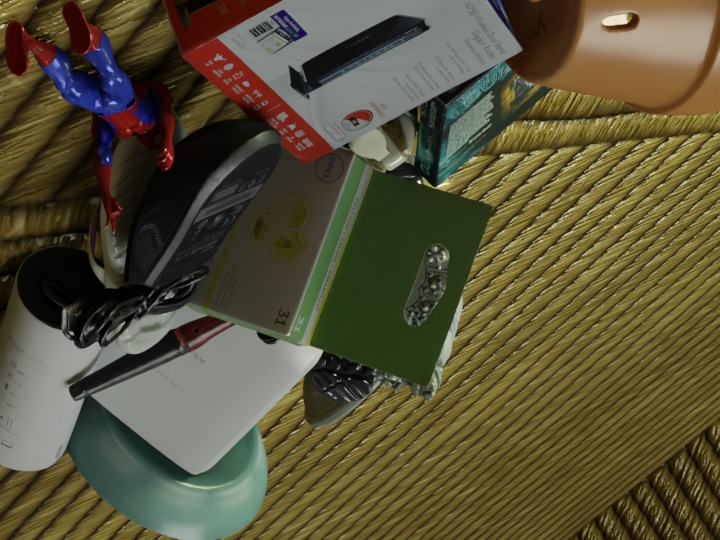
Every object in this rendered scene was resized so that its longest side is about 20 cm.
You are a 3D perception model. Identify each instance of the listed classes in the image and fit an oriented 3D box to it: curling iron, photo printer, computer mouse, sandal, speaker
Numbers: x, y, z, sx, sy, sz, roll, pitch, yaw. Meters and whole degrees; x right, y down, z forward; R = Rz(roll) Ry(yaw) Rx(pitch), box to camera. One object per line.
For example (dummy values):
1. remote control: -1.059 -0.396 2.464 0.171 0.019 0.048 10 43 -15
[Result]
1. curling iron: -0.126 0.055 1.559 0.199 0.050 0.026 -19 138 -1
2. photo printer: -0.127 0.051 1.645 0.200 0.166 0.070 -44 -171 34
3. computer mouse: -0.127 -0.038 1.421 0.200 0.053 0.138 -52 164 31
4. sandal: -0.168 -0.029 1.491 0.082 0.050 0.204 -31 138 -45
5. speaker: -0.245 0.070 1.601 0.081 0.081 0.200 -20 152 -33

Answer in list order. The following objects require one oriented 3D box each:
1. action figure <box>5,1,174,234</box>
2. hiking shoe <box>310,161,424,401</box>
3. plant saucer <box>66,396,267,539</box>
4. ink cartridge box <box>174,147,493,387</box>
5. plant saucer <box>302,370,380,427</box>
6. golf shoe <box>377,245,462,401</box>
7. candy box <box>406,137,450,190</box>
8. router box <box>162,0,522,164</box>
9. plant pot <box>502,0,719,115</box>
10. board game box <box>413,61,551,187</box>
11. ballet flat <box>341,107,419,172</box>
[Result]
1. action figure: -0.160 -0.091 1.327 0.065 0.100 0.200 -15 167 10
2. hiking shoe: 0.000 0.000 1.688 0.101 0.075 0.201 -105 -147 -74
3. plant saucer: -0.157 0.133 1.742 0.199 0.200 0.036 -12 150 -46
4. ink cartridge box: -0.021 -0.014 1.509 0.048 0.199 0.146 32 77 -63
5. plant saucer: 0.001 0.056 1.955 0.200 0.050 0.200 -48 -168 14
6. golf shoe: 0.056 0.013 1.791 0.201 0.078 0.097 99 17 -44
7. candy box: -0.033 -0.036 1.737 0.199 0.057 0.117 -21 158 -34
8. router box: -0.007 -0.164 1.376 0.179 0.049 0.200 -27 154 13
9. plant pot: 0.178 -0.205 1.455 0.139 0.201 0.200 -6 152 -26
10. board game box: 0.125 -0.163 1.638 0.200 0.028 0.135 -40 162 -18
11. ballet flat: 0.005 -0.108 1.595 0.074 0.074 0.200 -37 161 15
